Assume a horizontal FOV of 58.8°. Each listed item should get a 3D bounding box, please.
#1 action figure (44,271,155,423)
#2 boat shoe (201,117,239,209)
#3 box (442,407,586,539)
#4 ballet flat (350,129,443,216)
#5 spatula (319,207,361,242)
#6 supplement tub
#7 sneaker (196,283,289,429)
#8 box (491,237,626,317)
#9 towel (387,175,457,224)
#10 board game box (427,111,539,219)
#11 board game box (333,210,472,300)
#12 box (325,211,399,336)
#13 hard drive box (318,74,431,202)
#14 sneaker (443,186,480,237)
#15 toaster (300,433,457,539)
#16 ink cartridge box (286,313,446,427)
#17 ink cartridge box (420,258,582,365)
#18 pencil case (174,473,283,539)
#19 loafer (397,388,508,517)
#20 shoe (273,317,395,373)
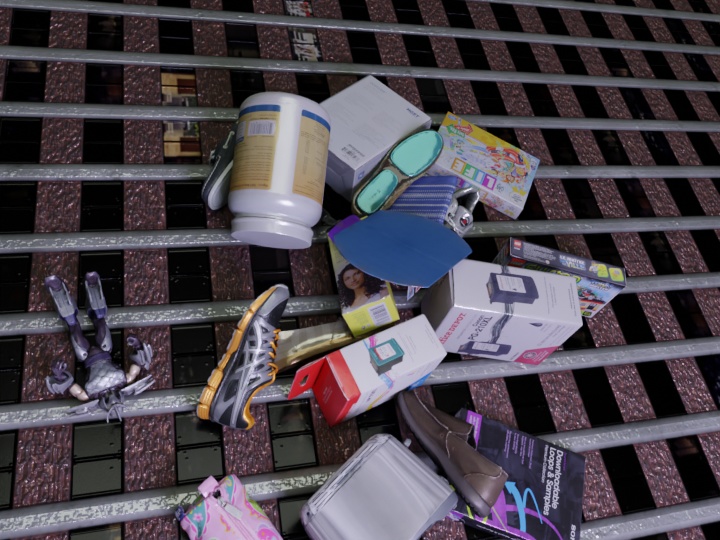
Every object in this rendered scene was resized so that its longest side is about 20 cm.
[{"bbox_3d":[-0.344,0.102,0.823,0.128,0.070,0.203,-16,69,-33],"label":"action figure"},{"bbox_3d":[-0.209,-0.179,1.029,0.059,0.076,0.202,24,48,4],"label":"boat shoe"},{"bbox_3d":[0.211,0.293,0.882,0.196,0.036,0.145,21,57,-3],"label":"box"},{"bbox_3d":[0.056,-0.154,1.048,0.070,0.071,0.200,41,75,12],"label":"ballet flat"},{"bbox_3d":[-0.048,-0.079,0.989,0.056,0.021,0.199,-37,38,-13],"label":"spatula"},{"bbox_3d":[-0.122,-0.145,0.957,0.141,0.145,0.205,8,82,-11],"label":"supplement tub"},{"bbox_3d":[-0.139,0.114,0.845,0.076,0.078,0.203,26,85,3],"label":"sneaker"},{"bbox_3d":[0.309,0.014,1.032,0.195,0.111,0.035,14,56,-6],"label":"box"},{"bbox_3d":[0.070,-0.078,1.030,0.142,0.024,0.203,2,52,29],"label":"towel"},{"bbox_3d":[0.222,-0.195,1.178,0.197,0.034,0.136,27,57,1],"label":"board game box"},{"bbox_3d":[0.055,-0.020,0.881,0.156,0.040,0.199,27,34,24],"label":"board game box"},{"bbox_3d":[0.000,0.000,0.930,0.074,0.051,0.202,-22,38,5],"label":"box"},{"bbox_3d":[0.001,-0.232,1.100,0.155,0.078,0.199,40,58,21],"label":"hard drive box"},{"bbox_3d":[0.135,-0.068,1.037,0.074,0.088,0.202,42,56,-20],"label":"sneaker"},{"bbox_3d":[0.013,0.299,0.778,0.199,0.114,0.129,-40,72,-21],"label":"toaster"},{"bbox_3d":[0.006,0.143,0.866,0.197,0.117,0.068,-21,67,-25],"label":"ink cartridge box"},{"bbox_3d":[0.202,0.064,0.951,0.195,0.146,0.086,9,57,-10],"label":"ink cartridge box"},{"bbox_3d":[-0.123,0.332,0.737,0.087,0.088,0.200,-34,74,-30],"label":"pencil case"},{"bbox_3d":[0.121,0.227,0.844,0.070,0.073,0.200,-36,51,-7],"label":"loafer"},{"bbox_3d":[-0.041,0.091,0.911,0.196,0.070,0.054,-16,72,-21],"label":"shoe"}]
